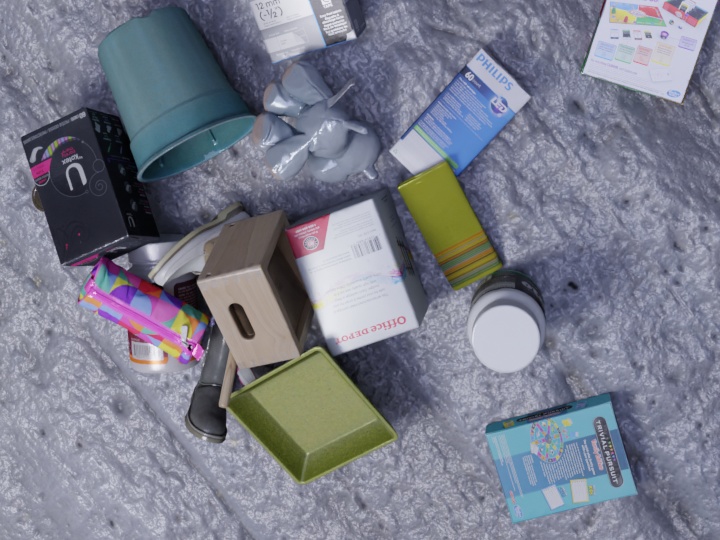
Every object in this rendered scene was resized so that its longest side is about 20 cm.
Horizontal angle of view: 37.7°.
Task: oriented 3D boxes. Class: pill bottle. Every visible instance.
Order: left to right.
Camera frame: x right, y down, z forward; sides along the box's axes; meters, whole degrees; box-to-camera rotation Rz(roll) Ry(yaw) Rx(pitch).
[{"bbox_3d":[-0.311,0.050,1.649,0.112,0.114,0.203,1,101,10],"label":"pill bottle"},{"bbox_3d":[0.210,0.073,1.517,0.111,0.200,0.115,2,103,8],"label":"pill bottle"}]

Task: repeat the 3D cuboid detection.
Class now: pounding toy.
[{"bbox_3d":[-0.157,0.057,1.529,0.140,0.185,0.202,-12,120,17],"label":"pounding toy"}]

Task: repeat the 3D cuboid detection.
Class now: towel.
[{"bbox_3d":[0.134,-0.065,1.563,0.085,0.018,0.201,-26,118,10],"label":"towel"}]

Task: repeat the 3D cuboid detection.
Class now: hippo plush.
[{"bbox_3d":[-0.044,-0.211,1.537,0.198,0.160,0.161,-23,68,29],"label":"hippo plush"}]

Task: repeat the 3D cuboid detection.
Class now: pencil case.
[{"bbox_3d":[-0.314,0.060,1.547,0.198,0.089,0.089,30,105,-12],"label":"pencil case"}]

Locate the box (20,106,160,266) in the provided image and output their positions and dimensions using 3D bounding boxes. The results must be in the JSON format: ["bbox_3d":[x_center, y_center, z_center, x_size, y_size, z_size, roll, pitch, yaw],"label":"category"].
[{"bbox_3d":[-0.397,-0.120,1.552,0.121,0.106,0.202,-22,84,15],"label":"box"}]

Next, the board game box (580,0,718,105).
[{"bbox_3d":[0.412,-0.352,1.478,0.151,0.040,0.203,19,104,6],"label":"board game box"}]

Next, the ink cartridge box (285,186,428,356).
[{"bbox_3d":[0.000,0.000,1.568,0.144,0.145,0.203,-18,97,13],"label":"ink cartridge box"}]

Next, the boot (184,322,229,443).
[{"bbox_3d":[-0.212,0.141,1.628,0.072,0.182,0.202,18,108,-21],"label":"boot"}]

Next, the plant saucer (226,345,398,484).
[{"bbox_3d":[-0.073,0.209,1.584,0.199,0.048,0.200,-30,113,25],"label":"plant saucer"}]

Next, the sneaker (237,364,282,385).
[{"bbox_3d":[-0.096,0.176,1.660,0.198,0.081,0.089,23,103,-4],"label":"sneaker"}]

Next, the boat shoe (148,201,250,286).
[{"bbox_3d":[-0.230,-0.029,1.585,0.069,0.200,0.075,51,143,-2],"label":"boat shoe"}]

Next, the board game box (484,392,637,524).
[{"bbox_3d":[0.308,0.290,1.624,0.197,0.047,0.153,-16,98,12],"label":"board game box"}]

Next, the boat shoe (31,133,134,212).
[{"bbox_3d":[-0.417,-0.144,1.649,0.198,0.068,0.073,-25,85,12],"label":"boat shoe"}]

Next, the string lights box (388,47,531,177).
[{"bbox_3d":[0.146,-0.216,1.543,0.103,0.059,0.200,43,105,-1],"label":"string lights box"}]

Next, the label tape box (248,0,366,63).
[{"bbox_3d":[-0.093,-0.414,1.504,0.141,0.066,0.202,-11,118,23],"label":"label tape box"}]

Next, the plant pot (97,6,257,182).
[{"bbox_3d":[-0.279,-0.265,1.550,0.198,0.200,0.198,-27,88,14],"label":"plant pot"}]
